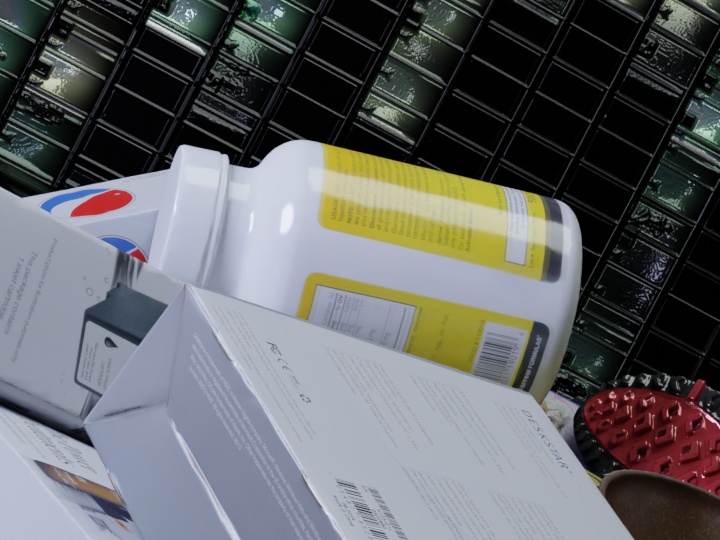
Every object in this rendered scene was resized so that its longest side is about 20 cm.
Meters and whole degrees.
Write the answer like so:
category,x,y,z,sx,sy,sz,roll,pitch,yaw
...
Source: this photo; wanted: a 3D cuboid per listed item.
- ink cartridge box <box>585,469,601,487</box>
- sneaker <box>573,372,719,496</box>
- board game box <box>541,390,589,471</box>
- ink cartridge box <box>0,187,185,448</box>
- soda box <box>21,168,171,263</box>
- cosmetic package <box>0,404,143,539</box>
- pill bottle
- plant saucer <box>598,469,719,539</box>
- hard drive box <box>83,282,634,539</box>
category,x,y,z,sx,sy,sz,roll,pitch,yaw
ink cartridge box,0.128,0.139,1.166,0.197,0.047,0.200,30,16,-5
sneaker,0.192,0.130,1.263,0.199,0.079,0.096,30,-25,24
board game box,0.112,0.152,1.383,0.199,0.041,0.200,28,-37,-13
ink cartridge box,-0.145,0.040,1.134,0.199,0.086,0.146,27,-20,-31
soda box,-0.165,0.002,1.252,0.199,0.064,0.068,-13,20,-20
cosmetic package,-0.085,0.123,0.999,0.150,0.052,0.200,30,1,-28
pill bottle,0.000,0.000,1.211,0.199,0.113,0.112,13,5,-10
plant saucer,0.177,0.158,1.052,0.200,0.037,0.201,30,15,-9
hard drive box,0.015,0.102,0.943,0.199,0.077,0.156,19,27,-42
